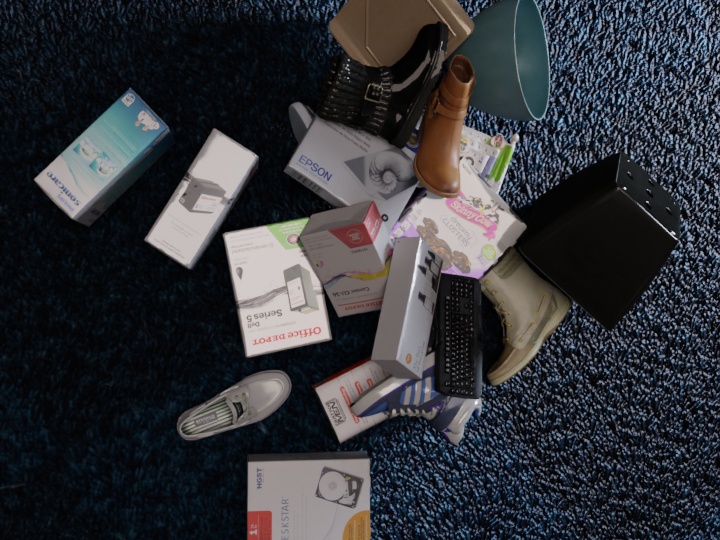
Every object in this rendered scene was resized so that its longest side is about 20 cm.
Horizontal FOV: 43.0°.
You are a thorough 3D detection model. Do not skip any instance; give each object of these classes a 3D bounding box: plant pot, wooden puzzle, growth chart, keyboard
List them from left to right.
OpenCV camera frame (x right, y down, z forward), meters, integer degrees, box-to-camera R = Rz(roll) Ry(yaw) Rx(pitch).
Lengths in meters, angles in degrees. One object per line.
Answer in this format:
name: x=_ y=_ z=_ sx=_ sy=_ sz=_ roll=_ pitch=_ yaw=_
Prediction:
wooden puzzle: x=0.065 y=-0.398 z=1.487 sx=0.200 sy=0.037 sz=0.186 roll=-40 pitch=88 yaw=34
keyboard: x=0.145 y=0.097 z=1.428 sx=0.103 sy=0.040 sz=0.203 roll=6 pitch=66 yaw=-9
growth chart: x=0.160 y=-0.188 z=1.556 sx=0.197 sy=0.018 sz=0.147 roll=15 pitch=87 yaw=-6
plant pot: x=0.220 y=-0.340 z=1.497 sx=0.133 sy=0.199 sz=0.203 roll=-3 pitch=89 yaw=27
plant pot: x=0.399 y=-0.066 z=1.462 sx=0.199 sy=0.200 sz=0.177 roll=41 pitch=124 yaw=-5

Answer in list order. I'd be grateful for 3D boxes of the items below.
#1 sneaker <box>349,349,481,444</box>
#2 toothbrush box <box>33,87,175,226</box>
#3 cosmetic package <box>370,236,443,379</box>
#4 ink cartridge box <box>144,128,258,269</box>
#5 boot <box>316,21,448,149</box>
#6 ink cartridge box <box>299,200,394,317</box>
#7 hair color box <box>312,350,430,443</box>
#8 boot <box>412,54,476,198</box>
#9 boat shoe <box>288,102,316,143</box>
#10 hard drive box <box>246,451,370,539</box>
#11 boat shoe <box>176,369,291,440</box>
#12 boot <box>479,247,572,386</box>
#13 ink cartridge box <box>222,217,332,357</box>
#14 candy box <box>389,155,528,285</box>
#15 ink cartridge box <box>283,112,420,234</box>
sneaker: x=0.098 y=0.223 z=1.443 sx=0.199 sy=0.081 sz=0.148 roll=-29 pitch=87 yaw=-15
toothbrush box: x=-0.390 y=-0.170 z=1.415 sx=0.085 sy=0.146 sz=0.200 roll=44 pitch=85 yaw=-4
cosmetic package: x=0.074 y=0.057 z=1.397 sx=0.082 sy=0.050 sz=0.202 roll=37 pitch=58 yaw=-46
ink cartridge box: x=-0.247 y=-0.107 z=1.433 sx=0.083 sy=0.145 sz=0.201 roll=32 pitch=85 yaw=-5
boot: x=0.035 y=-0.307 z=1.404 sx=0.156 sy=0.079 sz=0.213 roll=23 pitch=95 yaw=-14
ink cartridge box: x=0.000 y=0.000 z=1.445 sx=0.115 sy=0.068 sz=0.201 roll=-11 pitch=122 yaw=25
hair color box: x=0.030 y=0.191 z=1.507 sx=0.198 sy=0.061 sz=0.103 roll=-25 pitch=92 yaw=-9
boot: x=0.137 y=-0.224 z=1.414 sx=0.073 sy=0.156 sz=0.202 roll=8 pitch=45 yaw=-18
boat shoe: x=-0.035 y=-0.202 z=1.509 sx=0.090 sy=0.071 sz=0.202 roll=-33 pitch=93 yaw=-20
hard drive box: x=-0.085 y=0.379 z=1.479 sx=0.197 sy=0.077 sz=0.158 roll=-1 pitch=88 yaw=-8
boat shoe: x=-0.200 y=0.225 z=1.471 sx=0.198 sy=0.067 sz=0.074 roll=-28 pitch=93 yaw=-8
boot: x=0.242 y=0.076 z=1.534 sx=0.155 sy=0.072 sz=0.200 roll=43 pitch=79 yaw=-6
ink cartridge box: x=-0.134 y=0.028 z=1.476 sx=0.143 sy=0.084 sz=0.203 roll=-11 pitch=90 yaw=-8
candy box: x=0.149 y=-0.060 z=1.515 sx=0.200 sy=0.072 sz=0.168 roll=-45 pitch=96 yaw=-1
ink cartridge box: x=0.007 y=-0.188 z=1.462 sx=0.198 sy=0.041 sz=0.202 roll=32 pitch=70 yaw=-11
